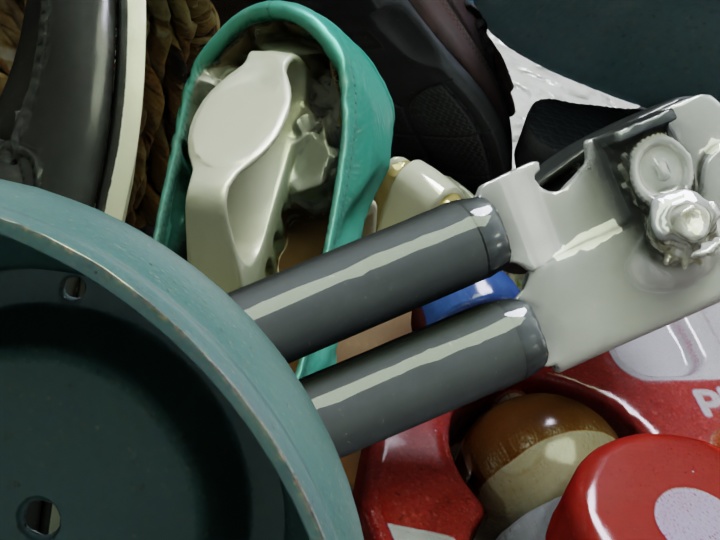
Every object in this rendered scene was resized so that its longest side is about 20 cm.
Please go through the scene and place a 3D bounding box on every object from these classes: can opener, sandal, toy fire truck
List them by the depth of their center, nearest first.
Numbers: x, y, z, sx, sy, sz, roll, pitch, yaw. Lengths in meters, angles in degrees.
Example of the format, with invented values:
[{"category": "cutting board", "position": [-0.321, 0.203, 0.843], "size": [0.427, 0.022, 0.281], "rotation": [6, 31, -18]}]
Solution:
[{"category": "can opener", "position": [0.020, 0.010, 0.755], "size": [0.199, 0.066, 0.053], "rotation": [-23, 93, -24]}, {"category": "toy fire truck", "position": [0.085, 0.065, 0.797], "size": [0.199, 0.113, 0.168], "rotation": [0, 43, -24]}, {"category": "sandal", "position": [0.106, -0.028, 1.037], "size": [0.076, 0.043, 0.200], "rotation": [21, 10, 20]}]

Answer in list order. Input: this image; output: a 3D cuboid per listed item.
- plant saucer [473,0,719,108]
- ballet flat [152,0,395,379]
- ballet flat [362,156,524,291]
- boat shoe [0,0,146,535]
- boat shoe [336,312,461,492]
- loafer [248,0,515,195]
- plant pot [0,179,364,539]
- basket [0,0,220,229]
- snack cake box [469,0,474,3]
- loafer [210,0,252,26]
[{"category": "plant saucer", "position": [0.138, -0.085, 0.972], "size": [0.200, 0.039, 0.201], "rotation": [13, -10, 2]}, {"category": "ballet flat", "position": [-0.038, 0.012, 0.790], "size": [0.067, 0.070, 0.201], "rotation": [-2, 59, 23]}, {"category": "ballet flat", "position": [0.000, 0.000, 0.920], "size": [0.075, 0.064, 0.200], "rotation": [36, 32, 24]}, {"category": "boat shoe", "position": [-0.091, -0.002, 0.765], "size": [0.063, 0.074, 0.203], "rotation": [10, 75, -7]}, {"category": "boat shoe", "position": [0.055, 0.050, 0.884], "size": [0.199, 0.071, 0.070], "rotation": [14, -9, -22]}, {"category": "loafer", "position": [0.010, -0.088, 0.955], "size": [0.071, 0.200, 0.063], "rotation": [10, 65, 29]}, {"category": "plant pot", "position": [-0.084, 0.068, 0.640], "size": [0.199, 0.201, 0.134], "rotation": [26, 16, 5]}, {"category": "basket", "position": [-0.136, -0.104, 0.914], "size": [0.199, 0.143, 0.149], "rotation": [34, 32, 18]}, {"category": "snack cake box", "position": [-0.041, -0.162, 1.002], "size": [0.199, 0.067, 0.115], "rotation": [16, 28, -35]}, {"category": "loafer", "position": [-0.067, -0.116, 1.052], "size": [0.200, 0.071, 0.073], "rotation": [38, 33, 24]}]
